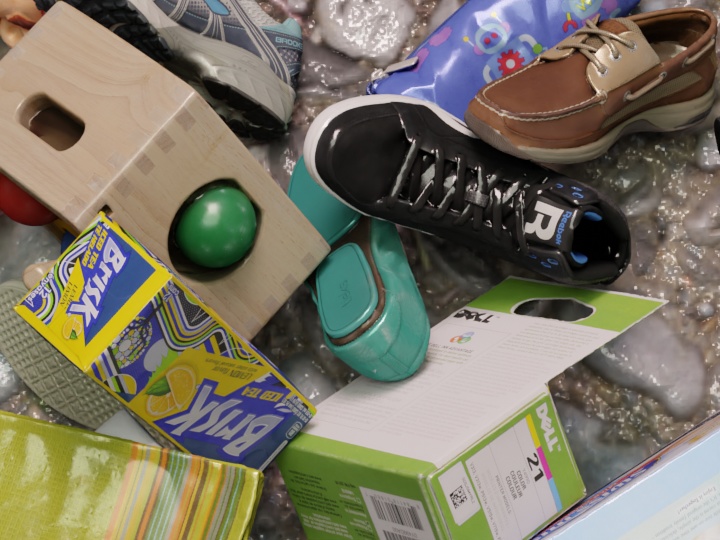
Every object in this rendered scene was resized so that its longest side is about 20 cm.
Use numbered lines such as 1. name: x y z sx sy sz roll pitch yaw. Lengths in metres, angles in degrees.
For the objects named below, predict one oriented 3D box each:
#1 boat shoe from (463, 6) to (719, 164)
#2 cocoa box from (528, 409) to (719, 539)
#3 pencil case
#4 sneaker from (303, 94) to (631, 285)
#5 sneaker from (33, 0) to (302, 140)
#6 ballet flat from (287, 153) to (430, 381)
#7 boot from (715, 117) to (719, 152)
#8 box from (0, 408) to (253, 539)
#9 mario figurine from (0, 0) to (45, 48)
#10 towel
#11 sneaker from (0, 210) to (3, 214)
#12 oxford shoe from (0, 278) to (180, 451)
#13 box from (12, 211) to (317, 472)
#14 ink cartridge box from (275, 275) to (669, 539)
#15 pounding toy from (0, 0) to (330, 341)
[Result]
1. boat shoe: 0.138 -0.116 1.505 0.076 0.072 0.200 34 36 32
2. cocoa box: 0.176 0.174 1.428 0.200 0.131 0.134 -32 86 -5
3. pencil case: 0.085 -0.137 1.561 0.200 0.078 0.087 -45 110 -9
4. sneaker: 0.074 -0.045 1.470 0.199 0.112 0.073 17 94 -31
5. sneaker: -0.116 -0.161 1.557 0.200 0.077 0.087 35 60 -31
6. ballet flat: 0.000 0.000 1.523 0.067 0.070 0.200 -34 33 14
7. boot: 0.317 -0.030 1.509 0.162 0.073 0.199 -25 80 0
8. box: -0.111 0.221 1.412 0.171 0.200 0.199 -43 73 -10
9. mario figurine: -0.246 -0.197 1.590 0.199 0.106 0.124 12 110 16
10. towel: -0.154 0.122 1.336 0.199 0.018 0.086 12 71 12
11. sneaker: -0.305 -0.084 1.539 0.200 0.105 0.075 40 123 -5
12. oxford shoe: -0.135 0.060 1.539 0.199 0.075 0.058 25 36 19
13. box: -0.100 0.049 1.377 0.070 0.200 0.064 -48 59 -3
14. ink cartridge box: 0.072 0.086 1.467 0.200 0.148 0.076 -33 113 -30
15. pounding toy: -0.136 -0.033 1.456 0.142 0.184 0.200 -48 43 -7
